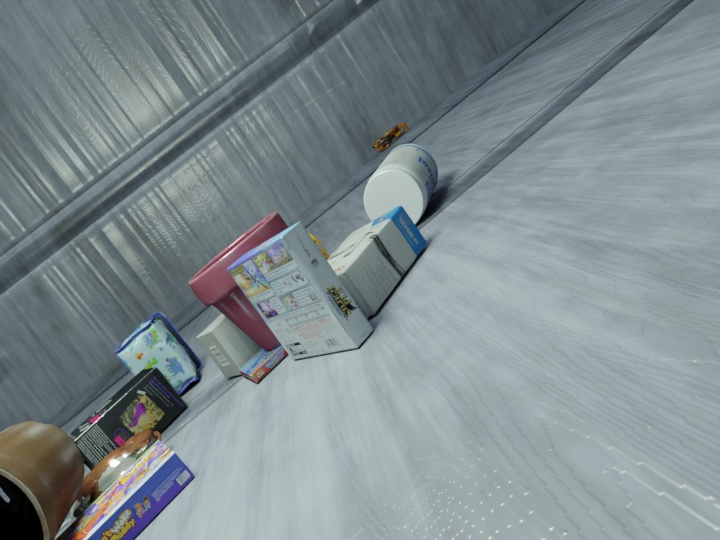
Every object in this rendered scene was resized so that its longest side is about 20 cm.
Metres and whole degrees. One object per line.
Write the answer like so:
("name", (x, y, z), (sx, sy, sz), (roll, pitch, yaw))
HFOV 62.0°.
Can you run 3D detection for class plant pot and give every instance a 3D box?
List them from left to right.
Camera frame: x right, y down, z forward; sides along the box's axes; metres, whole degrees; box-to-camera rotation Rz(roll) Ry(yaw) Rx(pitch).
("plant pot", (-0.476, 0.309, 0.801), (0.198, 0.203, 0.198), (-36, 9, 0))
("plant pot", (-0.174, 0.030, 1.060), (0.198, 0.181, 0.200), (-35, 11, 8))

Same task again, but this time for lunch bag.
("lunch bag", (-0.458, 0.198, 1.378), (0.127, 0.172, 0.199), (-39, 10, -13))

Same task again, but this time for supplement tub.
("supplement tub", (0.089, -0.176, 1.254), (0.130, 0.133, 0.201), (-30, 15, 27))

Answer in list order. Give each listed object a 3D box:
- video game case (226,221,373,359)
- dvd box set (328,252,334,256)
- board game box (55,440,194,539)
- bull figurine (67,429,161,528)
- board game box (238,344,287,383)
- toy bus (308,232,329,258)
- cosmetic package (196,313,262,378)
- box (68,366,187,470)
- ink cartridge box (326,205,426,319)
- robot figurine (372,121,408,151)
("video game case", (-0.094, 0.039, 0.881), (0.045, 0.183, 0.198), (-43, 14, -34))
("dvd box set", (-0.066, 0.003, 1.285), (0.146, 0.030, 0.198), (-45, 13, -28))
("board game box", (-0.332, 0.333, 0.826), (0.200, 0.045, 0.133), (-45, 14, -26))
("bull figurine", (-0.398, 0.339, 0.954), (0.200, 0.065, 0.121), (-47, 21, -13))
("board game box", (-0.129, 0.120, 1.072), (0.199, 0.020, 0.102), (-43, 11, -20))
("toy bus", (-0.108, -0.031, 1.266), (0.065, 0.079, 0.200), (-37, 11, -3))
("cosmetic package", (-0.209, 0.100, 1.174), (0.089, 0.108, 0.200), (-22, 18, 49))
("box", (-0.458, 0.297, 1.173), (0.200, 0.107, 0.121), (-45, 15, -32))
("ink cartridge box", (0.000, 0.000, 0.982), (0.144, 0.085, 0.200), (-25, 17, 44))
("robot figurine", (0.149, -0.678, 3.058), (0.199, 0.059, 0.144), (-41, 12, -16))
